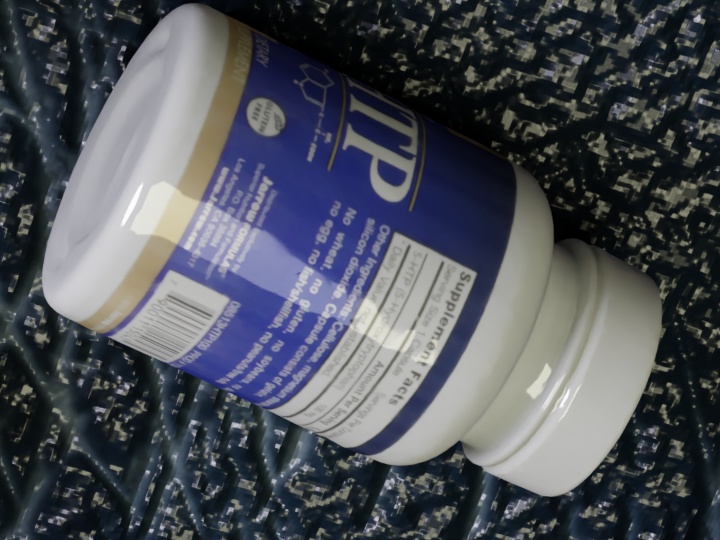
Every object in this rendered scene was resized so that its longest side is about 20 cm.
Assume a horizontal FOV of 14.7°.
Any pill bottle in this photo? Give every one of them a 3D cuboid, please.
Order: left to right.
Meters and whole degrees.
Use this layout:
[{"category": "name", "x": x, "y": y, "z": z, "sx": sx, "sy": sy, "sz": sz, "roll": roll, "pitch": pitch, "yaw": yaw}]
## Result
[{"category": "pill bottle", "x": 0.000, "y": 0.000, "z": 0.987, "sx": 0.199, "sy": 0.120, "sz": 0.120, "roll": 26, "pitch": 113, "yaw": -17}]
